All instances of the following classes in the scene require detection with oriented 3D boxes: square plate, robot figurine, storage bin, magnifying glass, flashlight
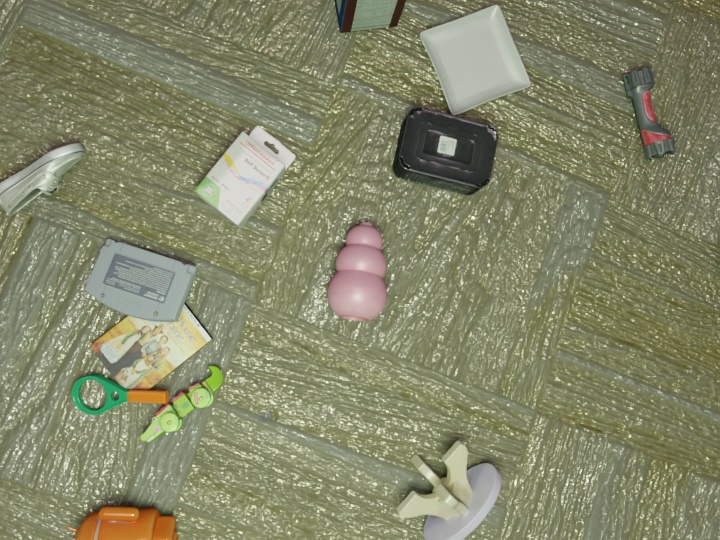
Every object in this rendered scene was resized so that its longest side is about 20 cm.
[{"bbox_3d":[0.254,-0.466,1.429,0.198,0.028,0.200,-22,89,-7],"label":"square plate"},{"bbox_3d":[-0.456,0.521,1.232,0.198,0.144,0.118,0,63,-7],"label":"robot figurine"},{"bbox_3d":[0.179,-0.253,1.373,0.198,0.094,0.137,13,85,-6],"label":"storage bin"},{"bbox_3d":[-0.477,0.248,1.273,0.198,0.022,0.081,1,97,10],"label":"magnifying glass"},{"bbox_3d":[0.655,-0.354,1.449,0.067,0.068,0.202,-8,85,-33],"label":"flashlight"}]

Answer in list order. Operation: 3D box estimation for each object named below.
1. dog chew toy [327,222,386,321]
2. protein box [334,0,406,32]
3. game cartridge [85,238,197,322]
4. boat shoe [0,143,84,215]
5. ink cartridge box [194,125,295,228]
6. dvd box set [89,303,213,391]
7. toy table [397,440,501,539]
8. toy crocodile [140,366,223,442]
[{"bbox_3d":[0.000,0.000,1.325,0.123,0.125,0.202,9,76,-6],"label":"dog chew toy"},{"bbox_3d":[0.012,-0.636,1.328,0.133,0.200,0.201,-10,87,-7],"label":"protein box"},{"bbox_3d":[-0.441,0.027,1.289,0.198,0.041,0.134,18,74,6],"label":"game cartridge"},{"bbox_3d":[-0.635,-0.182,1.287,0.199,0.072,0.066,-32,94,-7],"label":"boat shoe"},{"bbox_3d":[-0.235,-0.202,1.334,0.117,0.067,0.201,37,83,-2],"label":"ink cartridge box"},{"bbox_3d":[-0.422,0.146,1.306,0.199,0.029,0.147,-38,91,-7],"label":"dvd box set"},{"bbox_3d":[0.175,0.444,1.291,0.117,0.183,0.200,45,73,-18],"label":"toy table"},{"bbox_3d":[-0.356,0.271,1.287,0.199,0.068,0.062,-38,85,-10],"label":"toy crocodile"}]
